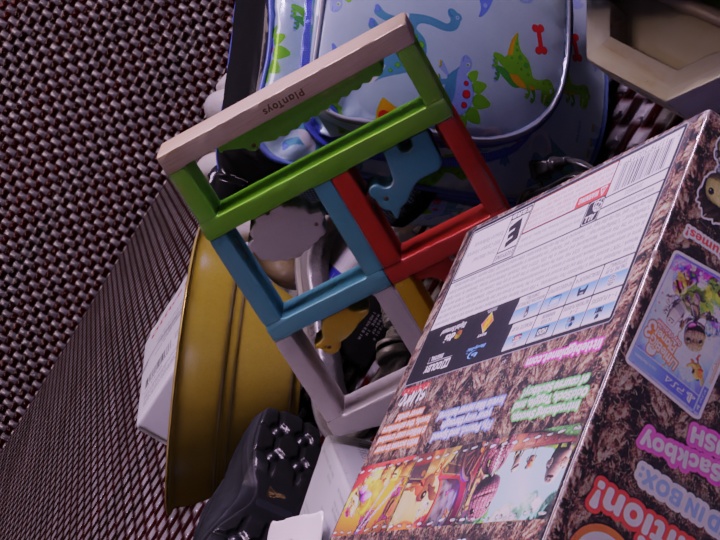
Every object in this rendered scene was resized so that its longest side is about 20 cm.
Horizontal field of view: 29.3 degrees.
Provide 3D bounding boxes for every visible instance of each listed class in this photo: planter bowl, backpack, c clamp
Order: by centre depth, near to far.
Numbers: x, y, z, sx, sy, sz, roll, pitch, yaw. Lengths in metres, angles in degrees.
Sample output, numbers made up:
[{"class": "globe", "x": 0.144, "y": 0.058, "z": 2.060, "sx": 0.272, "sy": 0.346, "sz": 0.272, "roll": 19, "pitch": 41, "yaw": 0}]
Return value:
[{"class": "backpack", "x": 0.037, "y": -0.114, "z": 0.739, "sx": 0.147, "sy": 0.198, "sz": 0.185, "roll": 157, "pitch": 120, "yaw": -65}, {"class": "c clamp", "x": 0.000, "y": 0.000, "z": 0.849, "sx": 0.171, "sy": 0.027, "sz": 0.202, "roll": -36, "pitch": 54, "yaw": 50}, {"class": "planter bowl", "x": -0.081, "y": 0.071, "z": 0.946, "sx": 0.200, "sy": 0.083, "sz": 0.202, "roll": -174, "pitch": 90, "yaw": -88}]

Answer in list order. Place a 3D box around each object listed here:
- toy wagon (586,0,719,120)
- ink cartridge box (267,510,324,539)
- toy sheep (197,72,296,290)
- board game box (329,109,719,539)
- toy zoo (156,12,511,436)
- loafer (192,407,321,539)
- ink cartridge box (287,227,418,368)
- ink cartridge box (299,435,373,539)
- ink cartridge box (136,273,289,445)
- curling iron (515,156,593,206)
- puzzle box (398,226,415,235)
[{"class": "toy wagon", "x": 0.181, "y": -0.164, "z": 0.608, "sx": 0.201, "sy": 0.039, "sz": 0.155, "roll": -56, "pitch": 37, "yaw": 8}, {"class": "ink cartridge box", "x": -0.079, "y": 0.207, "z": 0.641, "sx": 0.117, "sy": 0.067, "sz": 0.202, "roll": 141, "pitch": 143, "yaw": -69}, {"class": "toy sheep", "x": -0.058, "y": -0.086, "z": 1.000, "sx": 0.138, "sy": 0.137, "sz": 0.202, "roll": 174, "pitch": 91, "yaw": -72}, {"class": "board game box", "x": 0.071, "y": 0.075, "z": 0.451, "sx": 0.201, "sy": 0.096, "sz": 0.159, "roll": -64, "pitch": 15, "yaw": -21}, {"class": "toy zoo", "x": 0.011, "y": -0.003, "z": 0.649, "sx": 0.130, "sy": 0.201, "sz": 0.021, "roll": -26, "pitch": 23, "yaw": 13}, {"class": "loafer", "x": -0.066, "y": 0.165, "z": 0.810, "sx": 0.201, "sy": 0.068, "sz": 0.071, "roll": -74, "pitch": 10, "yaw": -56}, {"class": "ink cartridge box", "x": -0.005, "y": 0.003, "z": 0.991, "sx": 0.095, "sy": 0.037, "sz": 0.200, "roll": -59, "pitch": 16, "yaw": 2}, {"class": "ink cartridge box", "x": -0.015, "y": 0.197, "z": 0.644, "sx": 0.160, "sy": 0.047, "sz": 0.202, "roll": -127, "pitch": 53, "yaw": -75}, {"class": "ink cartridge box", "x": -0.116, "y": 0.056, "z": 1.159, "sx": 0.147, "sy": 0.083, "sz": 0.200, "roll": -56, "pitch": 15, "yaw": 10}, {"class": "curling iron", "x": 0.067, "y": 0.014, "z": 0.726, "sx": 0.200, "sy": 0.025, "sz": 0.050, "roll": -54, "pitch": 54, "yaw": 34}, {"class": "puzzle box", "x": 0.062, "y": -0.105, "z": 0.946, "sx": 0.133, "sy": 0.025, "sz": 0.200, "roll": -41, "pitch": 17, "yaw": 11}]
